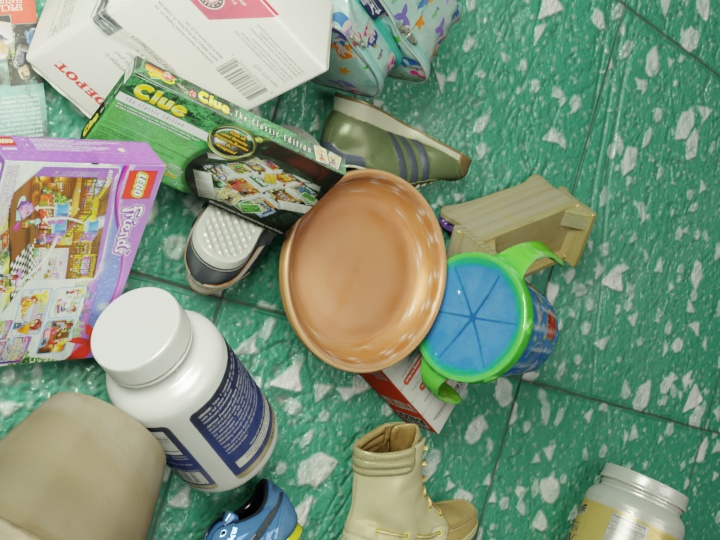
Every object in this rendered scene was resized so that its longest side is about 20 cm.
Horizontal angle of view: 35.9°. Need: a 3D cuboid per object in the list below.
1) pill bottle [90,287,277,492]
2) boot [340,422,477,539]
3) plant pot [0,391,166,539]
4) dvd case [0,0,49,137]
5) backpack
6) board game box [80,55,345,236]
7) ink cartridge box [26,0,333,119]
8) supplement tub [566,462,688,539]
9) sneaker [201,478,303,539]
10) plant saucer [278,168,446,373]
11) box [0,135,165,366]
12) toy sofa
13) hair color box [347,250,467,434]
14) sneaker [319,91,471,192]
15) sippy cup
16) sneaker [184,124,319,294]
[{"bbox_3d":[-0.156,0.105,0.985,0.111,0.110,0.201,-52,144,-21],"label":"pill bottle"},{"bbox_3d":[0.064,0.250,1.275,0.199,0.073,0.157,-5,107,-35],"label":"boot"},{"bbox_3d":[-0.251,0.204,0.917,0.201,0.199,0.174,57,45,-35],"label":"plant pot"},{"bbox_3d":[-0.318,-0.151,0.868,0.145,0.022,0.202,-16,109,-39],"label":"dvd case"},{"bbox_3d":[-0.009,-0.248,1.026,0.200,0.177,0.152,30,83,-52],"label":"backpack"},{"bbox_3d":[-0.122,-0.098,0.928,0.199,0.105,0.024,24,50,-28],"label":"board game box"},{"bbox_3d":[-0.143,-0.191,0.894,0.145,0.199,0.085,42,38,-40],"label":"ink cartridge box"},{"bbox_3d":[0.358,0.383,1.527,0.145,0.145,0.201,33,77,-42],"label":"supplement tub"},{"bbox_3d":[-0.146,0.290,1.105,0.200,0.066,0.079,-42,113,-29],"label":"sneaker"},{"bbox_3d":[0.000,0.000,1.112,0.199,0.037,0.202,-3,96,-35],"label":"plant saucer"},{"bbox_3d":[-0.250,-0.012,0.894,0.136,0.039,0.201,-2,128,-42],"label":"box"},{"bbox_3d":[0.178,-0.037,1.321,0.199,0.097,0.083,-21,138,-38],"label":"toy sofa"},{"bbox_3d":[0.047,0.077,1.228,0.111,0.064,0.200,-55,129,-20],"label":"hair color box"},{"bbox_3d":[0.030,-0.112,1.173,0.199,0.067,0.091,21,93,-43],"label":"sneaker"},{"bbox_3d":[0.145,0.058,1.193,0.130,0.177,0.141,17,58,-54],"label":"sippy cup"},{"bbox_3d":[-0.107,-0.059,1.051,0.078,0.080,0.200,36,49,-1],"label":"sneaker"}]
